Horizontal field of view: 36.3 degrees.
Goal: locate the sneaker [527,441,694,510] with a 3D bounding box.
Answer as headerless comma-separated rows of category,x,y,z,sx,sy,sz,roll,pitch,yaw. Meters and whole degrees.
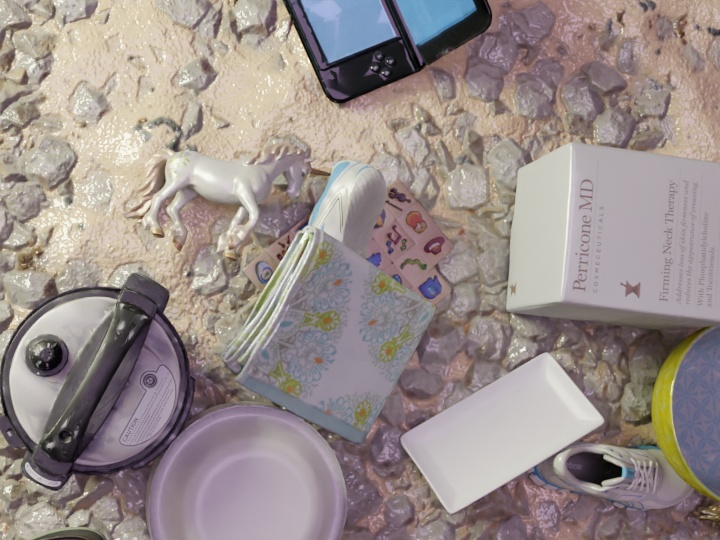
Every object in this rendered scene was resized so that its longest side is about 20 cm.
sneaker,0.286,0.225,1.202,0.199,0.087,0.075,8,82,-14

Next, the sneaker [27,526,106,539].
sneaker,-0.333,0.307,1.039,0.199,0.106,0.075,-20,90,-14

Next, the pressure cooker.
pressure cooker,-0.249,0.104,1.028,0.178,0.200,0.177,-14,88,-14

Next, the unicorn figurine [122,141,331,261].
unicorn figurine,-0.135,-0.081,1.132,0.199,0.074,0.138,17,71,-5

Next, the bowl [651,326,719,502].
bowl,0.393,0.157,1.216,0.199,0.108,0.201,3,82,-21

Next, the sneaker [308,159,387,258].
sneaker,-0.032,-0.020,1.160,0.072,0.072,0.201,20,93,-39

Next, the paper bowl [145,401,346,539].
paper bowl,-0.113,0.234,1.099,0.200,0.104,0.202,1,86,-14

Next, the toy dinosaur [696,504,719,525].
toy dinosaur,0.474,0.328,1.251,0.199,0.058,0.102,21,80,-11

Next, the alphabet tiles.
alphabet tiles,0.000,0.000,1.194,0.200,0.008,0.167,-41,95,-13

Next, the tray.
tray,0.152,0.176,1.188,0.199,0.022,0.108,-28,57,-14

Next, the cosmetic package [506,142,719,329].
cosmetic package,0.280,-0.030,1.180,0.199,0.166,0.168,6,84,-11

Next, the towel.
towel,-0.027,0.068,1.119,0.200,0.048,0.172,34,86,-37

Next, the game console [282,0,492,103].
game console,0.013,-0.306,1.166,0.172,0.119,0.201,-24,91,-14
